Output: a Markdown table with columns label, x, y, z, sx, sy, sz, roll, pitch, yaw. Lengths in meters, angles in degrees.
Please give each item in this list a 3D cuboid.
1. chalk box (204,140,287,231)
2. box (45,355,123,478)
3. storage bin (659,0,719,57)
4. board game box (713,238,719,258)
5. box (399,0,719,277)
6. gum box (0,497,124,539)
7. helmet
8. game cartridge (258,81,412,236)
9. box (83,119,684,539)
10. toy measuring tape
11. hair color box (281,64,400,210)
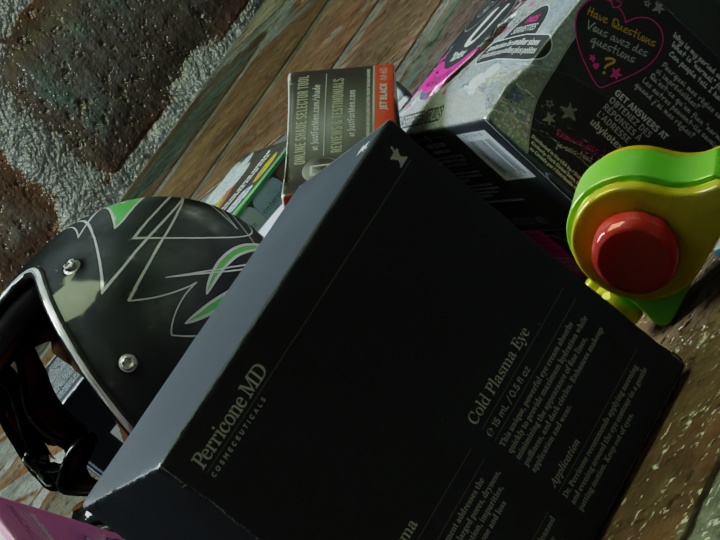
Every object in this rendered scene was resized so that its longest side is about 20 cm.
| label | x | y | z | sx | sy | sz | roll | pitch | yaw |
| --- | --- | --- | --- | --- | --- | --- | --- | --- | --- |
| chalk box | -0.053 | -0.013 | 1.589 | 0.125 | 0.124 | 0.200 | -52 | 13 | -11 |
| box | -0.147 | 0.098 | 1.537 | 0.104 | 0.148 | 0.200 | -51 | 11 | 2 |
| storage bin | 0.225 | -0.204 | 1.159 | 0.200 | 0.145 | 0.134 | -55 | -15 | -18 |
| board game box | 0.247 | -0.079 | 0.889 | 0.151 | 0.037 | 0.200 | -58 | 13 | -28 |
| box | 0.113 | -0.080 | 1.148 | 0.115 | 0.132 | 0.200 | -51 | 12 | -10 |
| gum box | -0.115 | 0.191 | 0.959 | 0.066 | 0.113 | 0.200 | -50 | 56 | 8 |
| helmet | -0.118 | 0.050 | 1.208 | 0.191 | 0.200 | 0.200 | -37 | 17 | 35 |
| game cartridge | -0.002 | -0.018 | 1.441 | 0.200 | 0.038 | 0.130 | -49 | 55 | 9 |
| box | 0.013 | 0.073 | 0.939 | 0.200 | 0.182 | 0.104 | -56 | 13 | -28 |
| toy measuring tape | 0.145 | -0.051 | 0.981 | 0.074 | 0.073 | 0.200 | -67 | -1 | -54 |
| hair color box | 0.000 | 0.000 | 1.162 | 0.064 | 0.200 | 0.111 | -5 | 41 | 5 |
